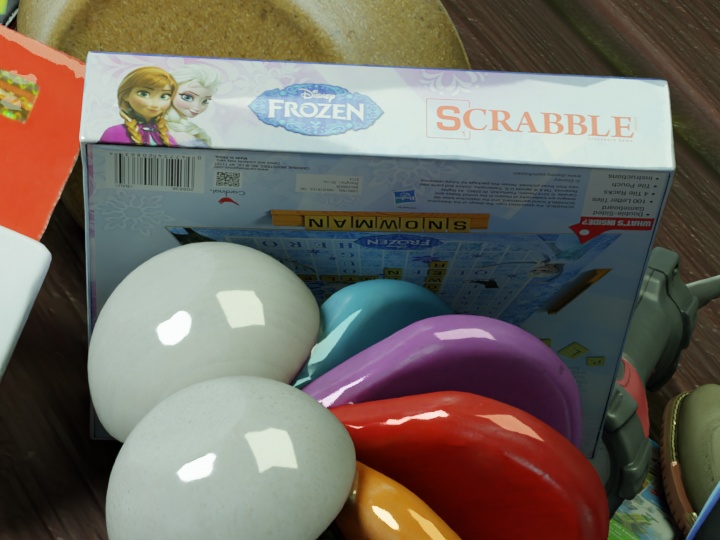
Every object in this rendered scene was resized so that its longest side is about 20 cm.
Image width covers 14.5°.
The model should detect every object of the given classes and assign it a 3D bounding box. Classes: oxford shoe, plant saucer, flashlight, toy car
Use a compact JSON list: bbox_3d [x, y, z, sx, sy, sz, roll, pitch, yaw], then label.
[{"bbox_3d":[0.185,0.110,1.186,0.071,0.074,0.200,21,31,-33],"label":"oxford shoe"},{"bbox_3d":[-0.052,-0.056,1.072,0.200,0.201,0.035,31,36,8],"label":"plant saucer"},{"bbox_3d":[0.104,0.052,1.213,0.068,0.067,0.200,66,19,-8],"label":"flashlight"},{"bbox_3d":[0.006,0.076,0.936,0.175,0.149,0.200,60,7,-31],"label":"toy car"}]

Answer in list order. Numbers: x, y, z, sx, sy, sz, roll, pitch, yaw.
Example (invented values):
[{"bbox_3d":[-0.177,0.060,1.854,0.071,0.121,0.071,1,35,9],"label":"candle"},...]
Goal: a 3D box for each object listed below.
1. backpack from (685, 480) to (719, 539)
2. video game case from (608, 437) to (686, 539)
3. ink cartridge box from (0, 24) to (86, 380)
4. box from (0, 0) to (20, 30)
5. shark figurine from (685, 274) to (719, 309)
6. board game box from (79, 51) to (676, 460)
[{"bbox_3d":[0.186,0.149,0.981,0.134,0.201,0.183,1,35,-45],"label":"backpack"},{"bbox_3d":[0.060,0.085,1.195,0.143,0.018,0.200,36,25,17],"label":"video game case"},{"bbox_3d":[-0.203,-0.039,1.002,0.199,0.174,0.044,24,-18,-9],"label":"ink cartridge box"},{"bbox_3d":[-0.246,-0.102,1.129,0.199,0.110,0.035,26,24,-3],"label":"box"},{"bbox_3d":[0.071,-0.038,1.369,0.128,0.090,0.214,-1,35,-45],"label":"shark figurine"},{"bbox_3d":[0.000,0.000,1.018,0.199,0.200,0.041,3,57,-3],"label":"board game box"}]
